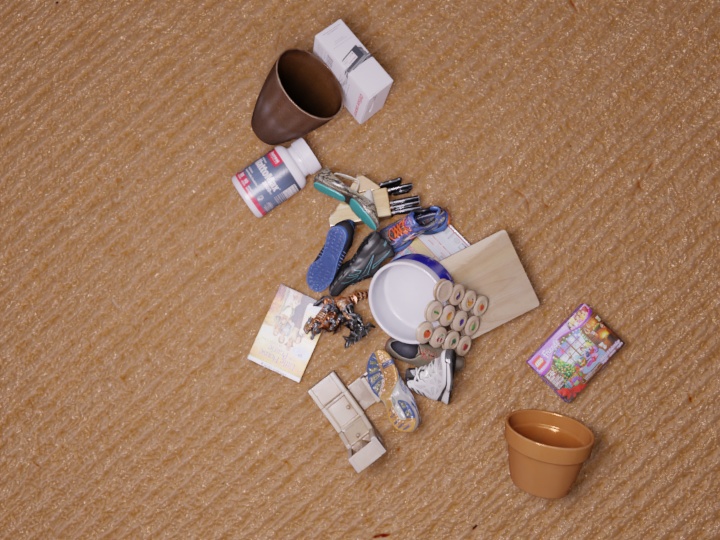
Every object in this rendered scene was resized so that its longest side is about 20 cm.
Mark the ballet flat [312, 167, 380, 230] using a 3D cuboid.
[{"bbox_3d":[-0.018,-0.180,1.612,0.199,0.068,0.075,36,72,7],"label":"ballet flat"}]

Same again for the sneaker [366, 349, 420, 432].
[{"bbox_3d":[0.078,0.284,1.592,0.075,0.088,0.201,-27,72,15],"label":"sneaker"}]

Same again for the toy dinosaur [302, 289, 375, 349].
[{"bbox_3d":[-0.038,0.107,1.626,0.199,0.102,0.136,-35,87,2],"label":"toy dinosaur"}]

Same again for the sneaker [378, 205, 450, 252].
[{"bbox_3d":[0.118,-0.108,1.643,0.199,0.078,0.076,-27,67,6],"label":"sneaker"}]

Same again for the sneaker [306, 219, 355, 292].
[{"bbox_3d":[-0.065,-0.036,1.643,0.070,0.078,0.201,36,124,9],"label":"sneaker"}]

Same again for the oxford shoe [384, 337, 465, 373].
[{"bbox_3d":[0.155,0.207,1.628,0.198,0.075,0.071,11,84,2],"label":"oxford shoe"}]

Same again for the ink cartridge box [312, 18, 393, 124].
[{"bbox_3d":[-0.024,-0.478,1.651,0.084,0.145,0.200,-38,85,-15],"label":"ink cartridge box"}]

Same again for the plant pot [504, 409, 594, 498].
[{"bbox_3d":[0.420,0.422,1.552,0.198,0.200,0.141,7,102,3],"label":"plant pot"}]

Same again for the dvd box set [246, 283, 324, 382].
[{"bbox_3d":[-0.173,0.153,1.668,0.145,0.029,0.201,25,86,4],"label":"dvd box set"}]

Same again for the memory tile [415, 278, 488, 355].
[{"bbox_3d":[0.209,0.108,1.525,0.017,0.199,0.154,25,93,46],"label":"memory tile"}]

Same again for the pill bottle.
[{"bbox_3d":[-0.201,-0.231,1.656,0.199,0.120,0.120,-35,85,-1],"label":"pill bottle"}]

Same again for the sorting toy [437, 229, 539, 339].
[{"bbox_3d":[0.291,0.034,1.629,0.199,0.070,0.200,-26,94,0],"label":"sorting toy"}]

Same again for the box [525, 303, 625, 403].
[{"bbox_3d":[0.515,0.198,1.633,0.137,0.039,0.200,44,88,5],"label":"box"}]

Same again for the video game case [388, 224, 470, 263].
[{"bbox_3d":[0.172,-0.021,1.675,0.200,0.017,0.143,-44,85,-2],"label":"video game case"}]

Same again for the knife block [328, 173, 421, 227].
[{"bbox_3d":[0.042,-0.147,1.666,0.175,0.064,0.201,34,87,5],"label":"knife block"}]

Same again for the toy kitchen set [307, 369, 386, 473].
[{"bbox_3d":[-0.002,0.317,1.572,0.163,0.180,0.201,-37,89,-2],"label":"toy kitchen set"}]

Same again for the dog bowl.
[{"bbox_3d":[0.122,0.065,1.590,0.199,0.079,0.202,11,113,28],"label":"dog bowl"}]

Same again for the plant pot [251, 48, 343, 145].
[{"bbox_3d":[-0.173,-0.389,1.624,0.200,0.186,0.188,-33,83,44],"label":"plant pot"}]

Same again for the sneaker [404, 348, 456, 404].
[{"bbox_3d":[0.159,0.244,1.575,0.114,0.201,0.076,9,52,8],"label":"sneaker"}]

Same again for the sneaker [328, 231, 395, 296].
[{"bbox_3d":[0.000,0.000,1.636,0.079,0.076,0.200,36,114,-16],"label":"sneaker"}]
